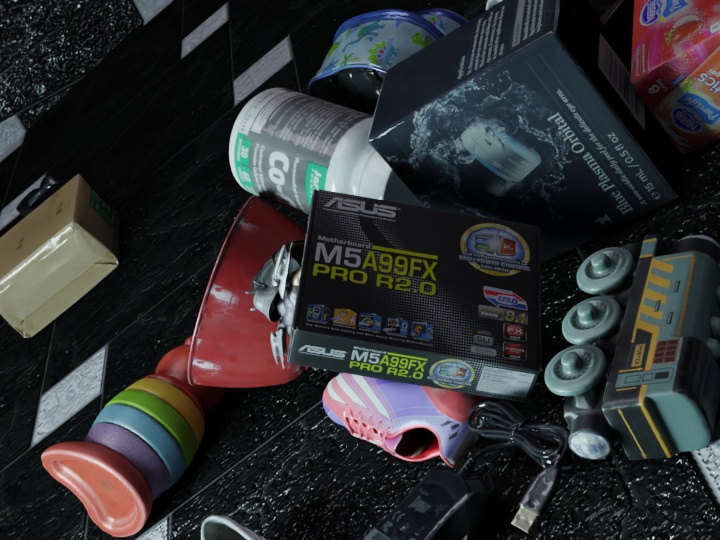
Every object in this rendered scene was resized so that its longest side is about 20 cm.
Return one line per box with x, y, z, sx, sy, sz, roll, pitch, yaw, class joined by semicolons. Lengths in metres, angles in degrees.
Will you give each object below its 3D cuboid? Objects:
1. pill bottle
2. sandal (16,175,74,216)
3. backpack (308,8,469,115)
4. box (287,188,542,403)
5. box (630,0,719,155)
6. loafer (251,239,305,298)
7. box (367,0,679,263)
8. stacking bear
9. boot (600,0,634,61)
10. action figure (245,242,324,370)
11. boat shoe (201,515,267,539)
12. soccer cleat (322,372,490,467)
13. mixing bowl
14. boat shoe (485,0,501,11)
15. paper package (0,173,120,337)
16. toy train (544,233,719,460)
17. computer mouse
-0.023;-0.103;1.326;0.199;0.113;0.113;21;64;37;pill bottle
-0.589;-0.140;2.515;0.199;0.043;0.076;-13;38;48;sandal
0.057;-0.182;1.405;0.182;0.200;0.148;-9;49;52;backpack
0.047;0.018;1.108;0.044;0.198;0.161;103;176;-47;box
0.308;-0.210;1.218;0.099;0.096;0.201;-28;29;31;box
0.000;0.000;1.264;0.073;0.199;0.072;62;144;26;loafer
0.146;-0.121;1.197;0.199;0.197;0.118;-27;30;31;box
-0.210;0.157;1.401;0.113;0.122;0.200;-18;27;46;stacking bear
0.239;-0.241;1.432;0.189;0.068;0.200;-54;19;6;boot
-0.004;0.035;1.190;0.198;0.131;0.070;7;37;7;action figure
-0.082;0.259;1.085;0.074;0.065;0.202;-43;25;-1;boat shoe
0.026;0.125;1.146;0.199;0.067;0.077;-6;48;49;soccer cleat
-0.087;0.037;1.351;0.200;0.108;0.201;20;-90;-85;mixing bowl
0.158;-0.178;1.332;0.074;0.065;0.201;-44;48;51;boat shoe
-0.464;-0.025;2.072;0.190;0.104;0.200;-37;24;8;paper package
0.207;0.052;0.978;0.113;0.085;0.201;-9;37;32;toy train
0.079;0.186;0.989;0.200;0.046;0.140;-47;25;-18;computer mouse
